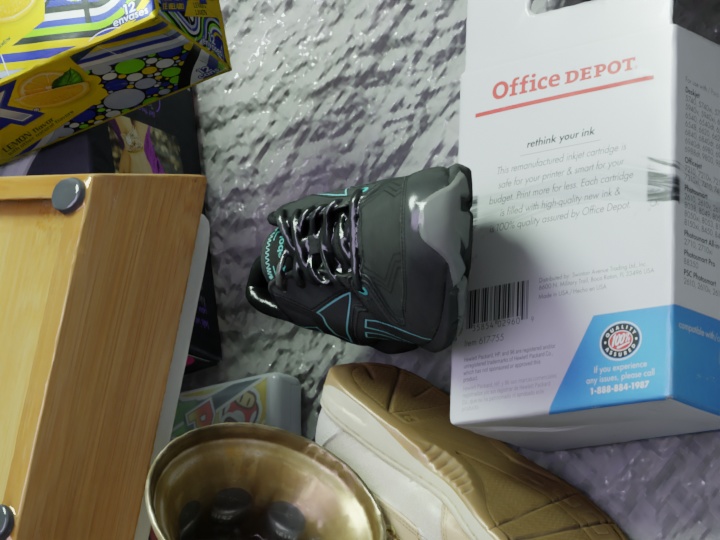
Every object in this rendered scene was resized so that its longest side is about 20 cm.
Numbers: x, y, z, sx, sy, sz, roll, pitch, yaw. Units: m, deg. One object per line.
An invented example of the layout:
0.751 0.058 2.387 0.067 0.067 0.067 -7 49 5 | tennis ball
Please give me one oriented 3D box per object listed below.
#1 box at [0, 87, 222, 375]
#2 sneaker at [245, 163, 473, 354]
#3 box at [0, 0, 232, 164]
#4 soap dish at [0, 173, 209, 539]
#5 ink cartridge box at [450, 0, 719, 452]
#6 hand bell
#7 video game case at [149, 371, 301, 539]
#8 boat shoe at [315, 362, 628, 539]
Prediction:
-0.153 -0.042 1.406 0.122 0.106 0.200 -18 65 26 | box
0.000 0.000 1.221 0.200 0.079 0.076 131 144 -74 | sneaker
-0.165 -0.096 1.325 0.200 0.070 0.064 -21 63 21 | box
-0.157 0.048 1.254 0.157 0.081 0.200 0 73 37 | soap dish
0.104 -0.031 1.214 0.116 0.068 0.200 -10 71 39 | ink cartridge box
-0.066 0.174 1.251 0.104 0.104 0.200 55 139 37 | hand bell
-0.102 0.160 1.366 0.182 0.023 0.200 -14 68 37 | video game case
0.049 0.116 1.224 0.200 0.074 0.069 42 121 41 | boat shoe
